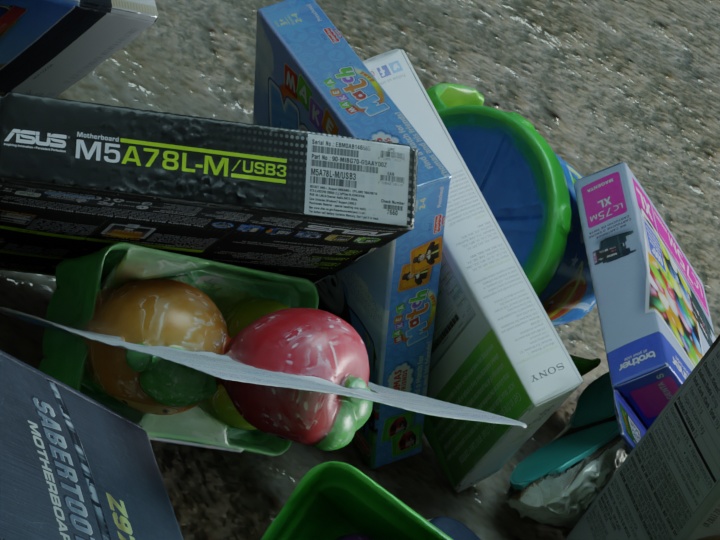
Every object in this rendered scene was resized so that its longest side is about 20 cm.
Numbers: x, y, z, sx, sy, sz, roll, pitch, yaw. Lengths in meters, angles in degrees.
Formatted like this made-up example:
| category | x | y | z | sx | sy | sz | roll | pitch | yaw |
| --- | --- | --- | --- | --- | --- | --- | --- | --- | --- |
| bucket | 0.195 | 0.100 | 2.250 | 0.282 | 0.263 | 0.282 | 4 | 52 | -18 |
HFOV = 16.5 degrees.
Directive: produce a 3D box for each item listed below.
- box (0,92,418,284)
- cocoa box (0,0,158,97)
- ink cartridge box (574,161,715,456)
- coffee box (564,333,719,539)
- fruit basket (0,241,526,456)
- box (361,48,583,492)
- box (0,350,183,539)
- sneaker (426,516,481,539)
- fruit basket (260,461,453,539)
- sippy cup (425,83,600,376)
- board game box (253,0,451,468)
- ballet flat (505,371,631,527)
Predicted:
| category | x | y | z | sx | sy | sz | roll | pitch | yaw |
| --- | --- | --- | --- | --- | --- | --- | --- | --- | --- |
| box | -0.097 | -0.030 | 1.170 | 0.199 | 0.048 | 0.193 | 6 | -10 | -18 |
| cocoa box | -0.216 | -0.203 | 1.346 | 0.131 | 0.133 | 0.201 | 7 | 62 | -45 |
| ink cartridge box | 0.172 | 0.046 | 1.397 | 0.119 | 0.042 | 0.201 | 52 | 24 | -38 |
| coffee box | 0.206 | 0.117 | 1.287 | 0.113 | 0.200 | 0.080 | 20 | 27 | -28 |
| fruit basket | -0.054 | 0.050 | 1.141 | 0.185 | 0.094 | 0.199 | 12 | 6 | -41 |
| box | 0.036 | 0.003 | 1.299 | 0.036 | 0.144 | 0.201 | -21 | 75 | -22 |
| box | -0.123 | 0.122 | 0.972 | 0.158 | 0.051 | 0.201 | 35 | 24 | -47 |
| sneaker | 0.109 | 0.176 | 1.197 | 0.200 | 0.085 | 0.075 | 45 | 26 | 22 |
| fruit basket | 0.033 | 0.178 | 1.010 | 0.215 | 0.156 | 0.216 | 34 | 9 | -6 |
| sippy cup | 0.089 | -0.022 | 1.497 | 0.139 | 0.179 | 0.130 | 6 | -5 | 33 |
| board game box | -0.010 | -0.019 | 1.283 | 0.036 | 0.201 | 0.151 | -18 | 49 | -22 |
| ballet flat | 0.141 | 0.109 | 1.392 | 0.072 | 0.072 | 0.200 | 37 | 26 | 7 |
